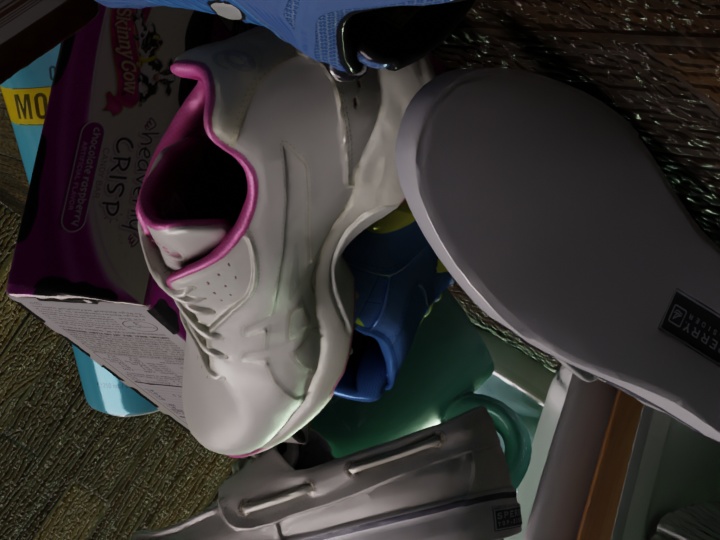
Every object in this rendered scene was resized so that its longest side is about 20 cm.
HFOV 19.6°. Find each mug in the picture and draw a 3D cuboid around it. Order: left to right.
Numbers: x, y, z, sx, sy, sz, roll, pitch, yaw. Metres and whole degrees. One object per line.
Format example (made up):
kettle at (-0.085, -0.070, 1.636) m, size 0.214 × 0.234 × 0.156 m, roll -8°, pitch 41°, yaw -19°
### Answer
mug at (-0.018, 0.039, 0.994) m, size 0.185 × 0.114 × 0.152 m, roll 41°, pitch 170°, yaw 46°

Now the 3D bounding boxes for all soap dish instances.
soap dish at (0.113, 0.120, 0.968) m, size 0.080 × 0.159 × 0.200 m, roll 17°, pitch 171°, yaw 3°

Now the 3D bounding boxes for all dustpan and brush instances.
dustpan and brush at (0.179, 0.121, 0.872) m, size 0.057 × 0.141 × 0.199 m, roll 16°, pitch -174°, yaw 38°

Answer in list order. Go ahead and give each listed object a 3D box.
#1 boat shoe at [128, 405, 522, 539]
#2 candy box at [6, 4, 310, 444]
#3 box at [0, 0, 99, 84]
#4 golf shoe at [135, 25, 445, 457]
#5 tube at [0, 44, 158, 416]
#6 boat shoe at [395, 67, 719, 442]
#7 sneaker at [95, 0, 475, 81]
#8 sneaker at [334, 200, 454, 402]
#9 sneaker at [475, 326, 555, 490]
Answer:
boat shoe at (-0.026, 0.103, 0.920) m, size 0.198 × 0.066 × 0.072 m, roll -14°, pitch 174°, yaw 29°
candy box at (-0.063, -0.021, 0.833) m, size 0.060 × 0.138 × 0.200 m, roll 5°, pitch 164°, yaw 17°
box at (-0.182, -0.147, 0.701) m, size 0.199 × 0.075 × 0.101 m, roll 30°, pitch 141°, yaw 27°
golf shoe at (-0.042, -0.009, 0.686) m, size 0.075 × 0.091 × 0.201 m, roll 52°, pitch 140°, yaw 32°
tube at (-0.111, -0.036, 0.885) m, size 0.051 × 0.077 × 0.202 m, roll -85°, pitch -12°, yaw -62°
boat shoe at (0.078, 0.000, 0.663) m, size 0.199 × 0.072 × 0.068 m, roll 31°, pitch 174°, yaw -31°
sneaker at (-0.020, -0.082, 0.521) m, size 0.089 × 0.079 × 0.200 m, roll 39°, pitch 171°, yaw -19°
sneaker at (0.000, 0.000, 0.820) m, size 0.075 × 0.106 × 0.200 m, roll 23°, pitch 171°, yaw 9°
sneaker at (0.082, 0.092, 1.156) m, size 0.199 × 0.082 × 0.074 m, roll 32°, pitch 171°, yaw 21°
